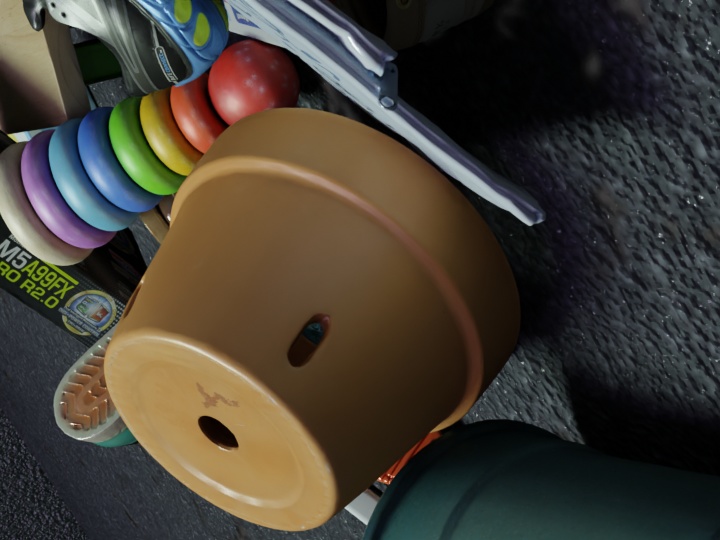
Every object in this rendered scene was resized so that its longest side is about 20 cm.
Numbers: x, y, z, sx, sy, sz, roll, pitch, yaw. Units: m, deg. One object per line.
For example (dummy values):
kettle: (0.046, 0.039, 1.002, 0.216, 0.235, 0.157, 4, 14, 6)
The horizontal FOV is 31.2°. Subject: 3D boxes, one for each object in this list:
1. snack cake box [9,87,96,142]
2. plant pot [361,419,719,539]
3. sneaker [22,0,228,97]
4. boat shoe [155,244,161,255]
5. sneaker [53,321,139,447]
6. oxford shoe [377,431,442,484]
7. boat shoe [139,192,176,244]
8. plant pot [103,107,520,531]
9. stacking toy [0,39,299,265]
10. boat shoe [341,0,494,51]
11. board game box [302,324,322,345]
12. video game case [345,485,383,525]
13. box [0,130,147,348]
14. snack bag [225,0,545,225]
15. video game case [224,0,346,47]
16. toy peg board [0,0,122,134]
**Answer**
snack cake box: (-0.300, -0.187, 1.086, 0.115, 0.067, 0.200, 24, 143, 51)
plant pot: (0.131, 0.176, 0.628, 0.196, 0.200, 0.200, -7, 117, 54)
sneaker: (-0.154, -0.166, 0.638, 0.083, 0.071, 0.200, -33, 109, 28)
boat shoe: (-0.132, -0.002, 0.988, 0.071, 0.091, 0.200, 43, 154, 25)
sneaker: (-0.107, 0.046, 0.851, 0.071, 0.200, 0.080, 58, -168, 26)
oxford shoe: (0.005, 0.111, 0.935, 0.200, 0.071, 0.073, 30, 168, 50)
boat shoe: (-0.079, -0.006, 0.901, 0.070, 0.070, 0.200, 55, 180, 38)
plant pot: (-0.037, 0.037, 0.666, 0.200, 0.140, 0.200, 24, 142, 20)
stacking toy: (-0.125, -0.081, 0.783, 0.085, 0.200, 0.085, 48, -154, -32)
boat shoe: (-0.012, -0.184, 0.534, 0.200, 0.069, 0.074, 60, 156, -15)
board game box: (-0.005, 0.001, 0.830, 0.135, 0.028, 0.200, 36, 152, 37)
video game case: (-0.028, 0.146, 0.954, 0.200, 0.023, 0.182, 38, 174, -9)
box: (-0.226, -0.028, 0.896, 0.200, 0.044, 0.160, 42, -171, -37)
snack bag: (-0.012, -0.096, 0.566, 0.200, 0.021, 0.189, 37, -176, -18)
video game case: (-0.059, -0.204, 0.663, 0.143, 0.018, 0.200, 26, 144, 47)
toy peg board: (-0.216, -0.206, 0.898, 0.200, 0.098, 0.200, 5, 112, 60)
